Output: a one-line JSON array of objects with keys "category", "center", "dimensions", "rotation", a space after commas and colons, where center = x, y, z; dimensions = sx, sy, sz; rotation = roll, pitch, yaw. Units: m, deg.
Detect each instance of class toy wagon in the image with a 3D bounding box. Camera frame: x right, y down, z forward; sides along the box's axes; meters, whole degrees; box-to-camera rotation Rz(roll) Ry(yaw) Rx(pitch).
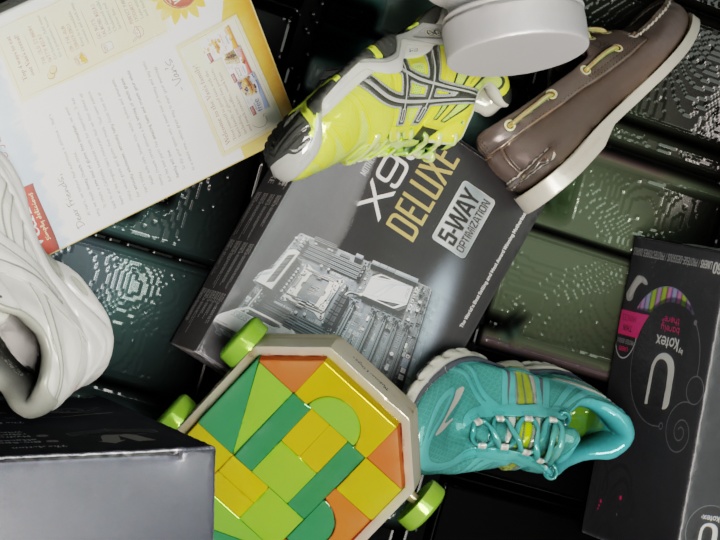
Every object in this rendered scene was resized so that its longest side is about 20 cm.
[{"category": "toy wagon", "center": [-0.053, 0.130, 1.708], "dimensions": [0.155, 0.040, 0.200], "rotation": [42, 112, -3]}]

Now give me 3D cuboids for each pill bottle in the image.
[{"category": "pill bottle", "center": [0.079, -0.221, 1.680], "dimensions": [0.112, 0.112, 0.201], "rotation": [-2, 77, -24]}]

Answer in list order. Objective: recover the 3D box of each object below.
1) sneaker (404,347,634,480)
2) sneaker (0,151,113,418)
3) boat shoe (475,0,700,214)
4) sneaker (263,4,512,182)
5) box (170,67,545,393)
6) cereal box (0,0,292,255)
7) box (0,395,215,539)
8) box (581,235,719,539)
[{"category": "sneaker", "center": [0.093, 0.093, 1.770], "dimensions": [0.199, 0.079, 0.078], "rotation": [-5, 113, -48]}, {"category": "sneaker", "center": [-0.219, -0.003, 1.617], "dimensions": [0.078, 0.099, 0.200], "rotation": [-36, 100, 23]}, {"category": "boat shoe", "center": [0.143, -0.117, 1.801], "dimensions": [0.060, 0.072, 0.200], "rotation": [47, 56, -6]}, {"category": "sneaker", "center": [0.024, -0.097, 1.693], "dimensions": [0.200, 0.075, 0.077], "rotation": [-36, 92, -39]}, {"category": "box", "center": [0.000, 0.000, 1.771], "dimensions": [0.157, 0.050, 0.201], "rotation": [34, 81, -23]}, {"category": "cereal box", "center": [-0.149, -0.107, 1.697], "dimensions": [0.199, 0.039, 0.145], "rotation": [-26, 108, -19]}, {"category": "box", "center": [-0.206, 0.142, 1.610], "dimensions": [0.196, 0.200, 0.118], "rotation": [-1, 96, -24]}, {"category": "box", "center": [0.229, 0.088, 1.846], "dimensions": [0.106, 0.122, 0.201], "rotation": [9, 91, -25]}]
